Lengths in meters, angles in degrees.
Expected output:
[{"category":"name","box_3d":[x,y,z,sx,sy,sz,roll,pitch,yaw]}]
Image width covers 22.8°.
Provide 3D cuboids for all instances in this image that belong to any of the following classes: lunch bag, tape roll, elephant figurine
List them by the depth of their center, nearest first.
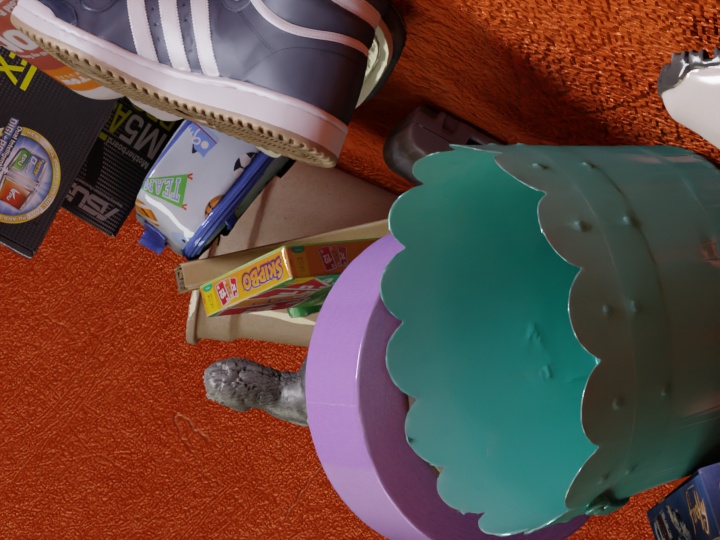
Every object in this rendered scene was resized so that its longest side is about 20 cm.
[{"category":"tape roll","box_3d":[0.069,0.068,1.056,0.199,0.201,0.065,30,164,-26]},{"category":"elephant figurine","box_3d":[0.031,0.074,1.152,0.200,0.156,0.141,42,159,-23]},{"category":"lunch bag","box_3d":[-0.094,-0.075,1.232,0.075,0.161,0.200,37,175,-3]}]

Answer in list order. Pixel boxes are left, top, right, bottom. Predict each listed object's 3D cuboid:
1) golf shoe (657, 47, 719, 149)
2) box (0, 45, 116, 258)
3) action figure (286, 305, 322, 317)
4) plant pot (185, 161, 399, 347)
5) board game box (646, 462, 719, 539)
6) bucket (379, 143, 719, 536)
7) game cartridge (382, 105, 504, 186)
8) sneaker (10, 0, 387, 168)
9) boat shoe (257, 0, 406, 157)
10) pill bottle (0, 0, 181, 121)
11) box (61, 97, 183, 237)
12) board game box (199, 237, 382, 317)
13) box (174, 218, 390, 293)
[{"category":"golf shoe","box_3d":[0.203,-0.021,0.733,0.199,0.095,0.078,28,175,8]},{"category":"box","box_3d":[-0.228,-0.134,1.098,0.160,0.201,0.044,31,174,-27]},{"category":"action figure","box_3d":[0.020,0.011,1.320,0.199,0.055,0.118,-7,180,-42]},{"category":"plant pot","box_3d":[-0.035,-0.010,1.531,0.182,0.202,0.200,16,174,1]},{"category":"board game box","box_3d":[0.231,0.113,0.941,0.134,0.035,0.200,-17,167,-3]},{"category":"bucket","box_3d":[0.113,0.029,0.934,0.134,0.209,0.207,-7,-169,-27]},{"category":"game cartridge","box_3d":[0.110,-0.046,1.212,0.199,0.041,0.133,28,178,-6]},{"category":"sneaker","box_3d":[-0.079,-0.135,0.918,0.199,0.109,0.070,22,176,20]},{"category":"boat shoe","box_3d":[-0.020,-0.125,1.028,0.072,0.068,0.200,53,157,-5]},{"category":"pill bottle","box_3d":[-0.163,-0.168,1.013,0.200,0.113,0.112,33,172,-40]},{"category":"box","box_3d":[-0.201,-0.134,1.215,0.044,0.161,0.200,29,176,42]},{"category":"board game box","box_3d":[0.000,0.000,1.185,0.199,0.030,0.095,-9,170,-42]},{"category":"box","box_3d":[-0.033,-0.014,1.268,0.198,0.021,0.163,-13,180,-8]}]
